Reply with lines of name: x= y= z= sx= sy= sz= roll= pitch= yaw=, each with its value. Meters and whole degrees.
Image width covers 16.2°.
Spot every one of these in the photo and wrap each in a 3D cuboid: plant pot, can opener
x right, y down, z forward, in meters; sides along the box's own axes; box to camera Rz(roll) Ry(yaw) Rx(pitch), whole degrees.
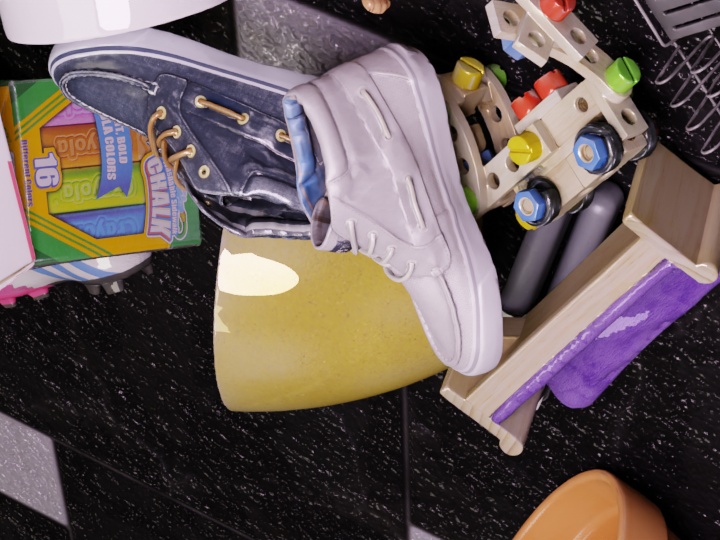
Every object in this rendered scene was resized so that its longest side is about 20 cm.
plant pot: x=0.000 y=0.000 z=1.595 sx=0.141 sy=0.201 sz=0.201 roll=9 pitch=138 yaw=10
plant pot: x=0.173 y=0.255 z=1.703 sx=0.139 sy=0.201 sz=0.200 roll=30 pitch=148 yaw=-14
can opener: x=0.118 y=0.011 z=1.593 sx=0.052 sy=0.067 sz=0.201 roll=27 pitch=135 yaw=11

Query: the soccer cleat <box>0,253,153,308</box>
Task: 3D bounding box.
soccer cleat: x=-0.230 y=-0.026 z=1.881 sx=0.199 sy=0.070 sz=0.087 roll=-7 pitch=108 yaw=45

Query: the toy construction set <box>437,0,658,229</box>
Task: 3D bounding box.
toy construction set: x=0.096 y=-0.097 z=1.458 sx=0.132 sy=0.092 sz=0.200 roll=59 pitch=151 yaw=10

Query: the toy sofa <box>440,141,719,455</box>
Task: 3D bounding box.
toy sofa: x=0.146 y=0.026 z=1.502 sx=0.097 sy=0.083 sz=0.200 roll=37 pitch=128 yaw=-10

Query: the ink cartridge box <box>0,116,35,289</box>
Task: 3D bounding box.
ink cartridge box: x=-0.310 y=-0.072 z=1.594 sx=0.199 sy=0.083 sz=0.147 roll=20 pitch=133 yaw=39

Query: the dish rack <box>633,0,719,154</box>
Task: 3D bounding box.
dish rack: x=0.232 y=-0.095 z=1.367 sx=0.153 sy=0.055 sz=0.201 roll=-14 pitch=118 yaw=49

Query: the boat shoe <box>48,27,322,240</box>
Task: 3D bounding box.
boat shoe: x=-0.100 y=-0.081 z=1.492 sx=0.199 sy=0.091 sz=0.071 roll=13 pitch=151 yaw=9

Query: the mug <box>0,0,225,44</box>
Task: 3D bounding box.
mug: x=-0.139 y=-0.237 z=1.476 sx=0.199 sy=0.147 sz=0.177 roll=3 pitch=112 yaw=41

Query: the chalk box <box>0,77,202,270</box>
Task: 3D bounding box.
chalk box: x=-0.190 y=-0.070 z=1.705 sx=0.124 sy=0.199 sz=0.125 roll=-3 pitch=94 yaw=43

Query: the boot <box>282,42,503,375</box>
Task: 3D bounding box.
boot: x=0.013 y=-0.023 z=1.452 sx=0.073 sy=0.095 sz=0.201 roll=0 pitch=109 yaw=61

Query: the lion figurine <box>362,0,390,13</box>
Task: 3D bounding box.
lion figurine: x=0.012 y=-0.229 z=1.415 sx=0.200 sy=0.072 sz=0.123 roll=42 pitch=137 yaw=6
